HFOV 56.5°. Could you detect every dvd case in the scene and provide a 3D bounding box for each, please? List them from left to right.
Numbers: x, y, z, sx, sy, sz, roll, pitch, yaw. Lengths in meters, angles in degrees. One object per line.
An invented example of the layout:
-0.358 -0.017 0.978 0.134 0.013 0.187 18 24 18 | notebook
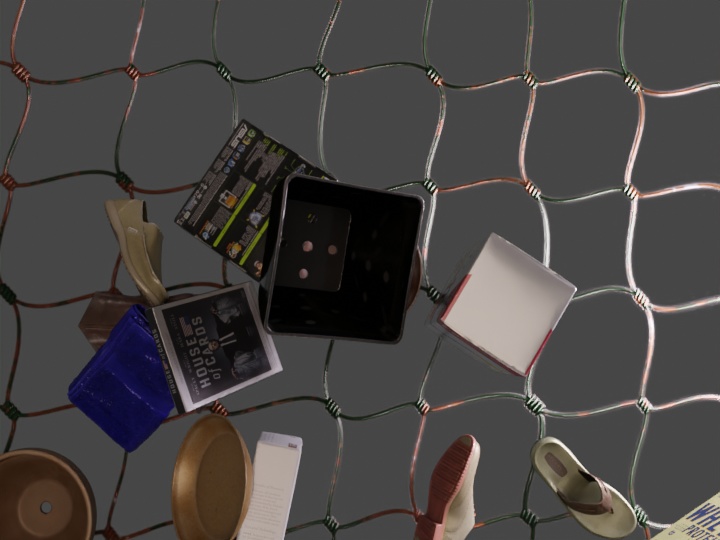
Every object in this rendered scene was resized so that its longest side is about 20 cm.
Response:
-0.210 0.107 0.987 0.024 0.199 0.153 -21 87 35 | dvd case

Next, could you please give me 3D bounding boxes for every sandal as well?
0.348 0.348 1.052 0.200 0.057 0.080 41 85 1 | sandal

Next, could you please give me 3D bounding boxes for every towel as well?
-0.338 0.166 0.990 0.148 0.050 0.200 44 112 -1 | towel

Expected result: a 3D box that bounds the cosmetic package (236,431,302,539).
-0.140 0.353 1.003 0.072 0.102 0.205 10 84 -4 | cosmetic package

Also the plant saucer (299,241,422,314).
0.000 0.000 1.072 0.195 0.034 0.205 0 84 -3 | plant saucer

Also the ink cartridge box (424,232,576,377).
0.197 0.055 0.997 0.143 0.200 0.147 32 84 2 | ink cartridge box

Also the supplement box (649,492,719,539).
0.575 0.478 1.016 0.197 0.134 0.203 -30 88 -5 | supplement box

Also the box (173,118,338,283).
-0.161 -0.104 1.052 0.191 0.048 0.202 32 85 8 | box

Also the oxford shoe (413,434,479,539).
0.148 0.358 1.045 0.073 0.071 0.203 24 88 -22 | oxford shoe

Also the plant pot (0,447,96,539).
-0.479 0.360 0.987 0.196 0.093 0.206 0 86 -2 | plant pot

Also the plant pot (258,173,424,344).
-0.050 -0.022 0.941 0.196 0.177 0.204 7 96 -25 | plant pot

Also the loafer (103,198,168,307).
-0.330 -0.036 1.018 0.067 0.076 0.202 -24 69 -14 | loafer

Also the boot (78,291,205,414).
-0.330 0.126 1.032 0.195 0.064 0.191 -1 83 -1 | boot

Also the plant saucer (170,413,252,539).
-0.213 0.315 0.983 0.035 0.198 0.205 17 83 -42 | plant saucer
